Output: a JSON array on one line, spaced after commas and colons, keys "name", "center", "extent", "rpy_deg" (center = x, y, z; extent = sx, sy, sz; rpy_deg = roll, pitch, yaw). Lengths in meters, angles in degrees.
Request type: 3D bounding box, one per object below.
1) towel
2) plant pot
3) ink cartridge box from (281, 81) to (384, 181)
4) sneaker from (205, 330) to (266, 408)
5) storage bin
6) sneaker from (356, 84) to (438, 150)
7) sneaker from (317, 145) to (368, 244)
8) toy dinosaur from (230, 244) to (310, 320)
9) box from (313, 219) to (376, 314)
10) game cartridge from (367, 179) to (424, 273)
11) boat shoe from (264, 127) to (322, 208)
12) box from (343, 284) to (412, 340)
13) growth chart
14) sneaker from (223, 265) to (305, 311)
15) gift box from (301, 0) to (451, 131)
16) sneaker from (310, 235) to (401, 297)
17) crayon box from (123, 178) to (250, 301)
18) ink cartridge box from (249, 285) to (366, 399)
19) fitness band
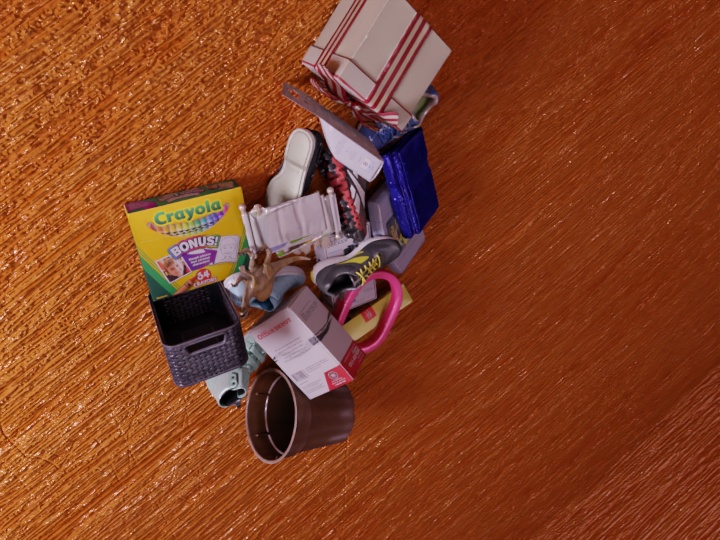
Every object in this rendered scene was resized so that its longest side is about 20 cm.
[{"name": "towel", "center": [0.114, -0.185, 1.124], "extent": [0.148, 0.049, 0.202], "rpy_deg": [-47, 132, -36]}, {"name": "plant pot", "center": [-0.131, 0.331, 1.235], "extent": [0.197, 0.200, 0.202], "rpy_deg": [11, 111, -43]}, {"name": "ink cartridge box", "center": [-0.059, -0.243, 0.926], "extent": [0.199, 0.161, 0.047], "rpy_deg": [30, 109, -19]}, {"name": "sneaker", "center": [-0.233, 0.206, 1.137], "extent": [0.200, 0.118, 0.074], "rpy_deg": [-42, 128, -5]}, {"name": "storage bin", "center": [-0.300, 0.103, 0.982], "extent": [0.134, 0.200, 0.095], "rpy_deg": [-18, 125, -21]}, {"name": "sneaker", "center": [0.069, -0.300, 1.053], "extent": [0.200, 0.077, 0.076], "rpy_deg": [-44, 132, 6]}, {"name": "sneaker", "center": [-0.015, -0.158, 1.063], "extent": [0.097, 0.071, 0.203], "rpy_deg": [-24, 103, -28]}, {"name": "toy dinosaur", "center": [-0.182, 0.003, 0.994], "extent": [0.200, 0.058, 0.102], "rpy_deg": [-50, 133, -38]}, {"name": "box", "center": [-0.034, -0.014, 1.169], "extent": [0.115, 0.060, 0.202], "rpy_deg": [-19, 125, -21]}, {"name": "game cartridge", "center": [0.079, -0.098, 1.171], "extent": [0.133, 0.041, 0.201], "rpy_deg": [-49, 135, -29]}, {"name": "boat shoe", "center": [-0.123, -0.180, 1.014], "extent": [0.066, 0.074, 0.201], "rpy_deg": [-37, 153, -55]}, {"name": "box", "center": [0.023, 0.105, 1.256], "extent": [0.199, 0.075, 0.050], "rpy_deg": [-32, 96, -10]}, {"name": "growth chart", "center": [-0.126, -0.084, 1.013], "extent": [0.198, 0.018, 0.146], "rpy_deg": [-16, 135, -20]}, {"name": "sneaker", "center": [-0.180, 0.045, 1.070], "extent": [0.199, 0.083, 0.074], "rpy_deg": [-9, 157, -49]}, {"name": "gift box", "center": [0.021, -0.359, 0.919], "extent": [0.183, 0.200, 0.188], "rpy_deg": [28, 102, -34]}, {"name": "sneaker", "center": [0.000, 0.000, 1.093], "extent": [0.198, 0.085, 0.075], "rpy_deg": [-25, 128, -5]}, {"name": "crayon box", "center": [-0.305, -0.058, 0.979], "extent": [0.198, 0.058, 0.174], "rpy_deg": [-19, 125, -23]}, {"name": "ink cartridge box", "center": [-0.110, 0.151, 1.106], "extent": [0.144, 0.084, 0.200], "rpy_deg": [-31, 106, 37]}, {"name": "fitness band", "center": [0.016, 0.091, 1.178], "extent": [0.142, 0.037, 0.202], "rpy_deg": [21, 100, -30]}]
